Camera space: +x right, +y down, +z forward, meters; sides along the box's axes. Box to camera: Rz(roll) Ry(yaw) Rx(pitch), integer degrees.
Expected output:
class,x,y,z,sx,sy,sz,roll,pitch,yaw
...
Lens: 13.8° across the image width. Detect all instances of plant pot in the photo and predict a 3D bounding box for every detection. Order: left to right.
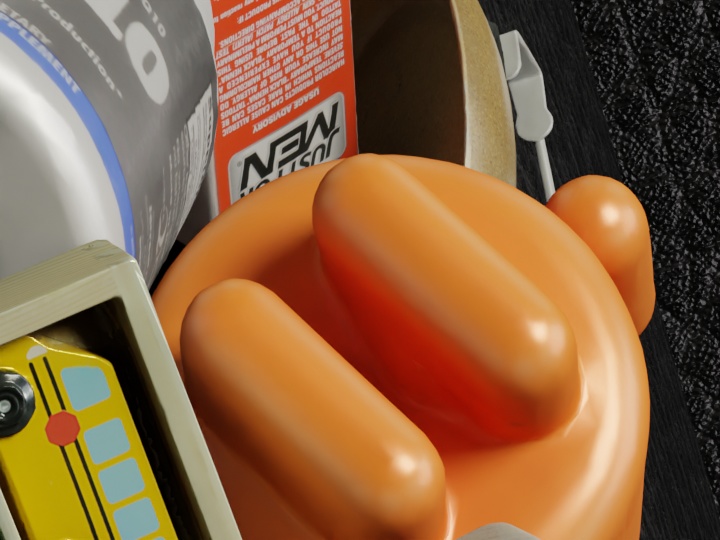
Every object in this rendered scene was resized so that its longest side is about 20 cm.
class,x,y,z,sx,sy,sz,roll,pitch,yaw
plant pot,0.000,0.000,0.861,0.200,0.027,0.201,-171,-90,-70

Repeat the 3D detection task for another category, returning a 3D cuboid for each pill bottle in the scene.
class,x,y,z,sx,sy,sz,roll,pitch,yaw
pill bottle,-0.093,-0.030,0.664,0.200,0.113,0.114,-74,146,-71

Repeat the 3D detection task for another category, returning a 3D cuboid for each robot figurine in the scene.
class,x,y,z,sx,sy,sz,roll,pitch,yaw
robot figurine,0.006,0.050,0.676,0.200,0.116,0.145,81,15,-67

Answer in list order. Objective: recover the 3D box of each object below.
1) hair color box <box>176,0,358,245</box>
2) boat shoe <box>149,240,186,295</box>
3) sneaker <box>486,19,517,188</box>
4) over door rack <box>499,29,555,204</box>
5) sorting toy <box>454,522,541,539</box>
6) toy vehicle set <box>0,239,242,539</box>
class,x,y,z,sx,sy,sz,roll,pitch,yaw
hair color box,-0.062,-0.116,0.794,0.064,0.111,0.201,-32,134,-37
boat shoe,-0.067,-0.008,0.873,0.068,0.072,0.201,51,21,-49
sneaker,0.016,0.025,0.945,0.104,0.060,0.201,42,59,-74
over door rack,0.016,0.034,1.035,0.067,0.147,0.201,36,39,-71
sorting toy,-0.009,0.182,0.540,0.070,0.198,0.201,16,-51,63
toy vehicle set,-0.068,0.109,0.563,0.026,0.124,0.201,28,-40,69
